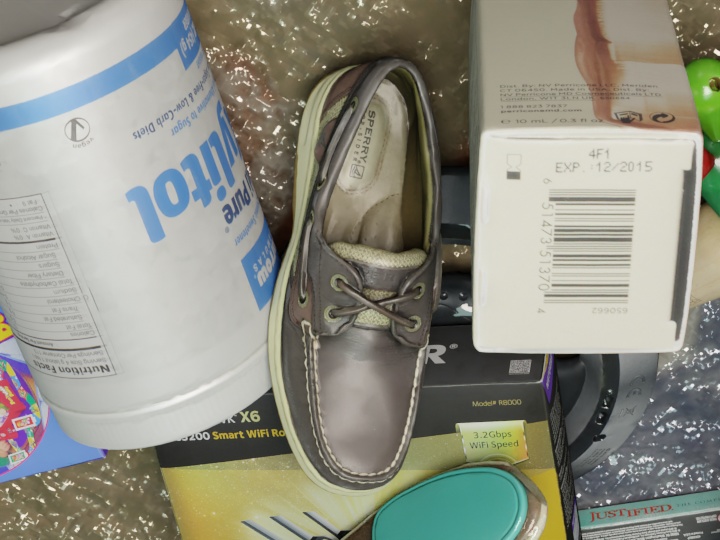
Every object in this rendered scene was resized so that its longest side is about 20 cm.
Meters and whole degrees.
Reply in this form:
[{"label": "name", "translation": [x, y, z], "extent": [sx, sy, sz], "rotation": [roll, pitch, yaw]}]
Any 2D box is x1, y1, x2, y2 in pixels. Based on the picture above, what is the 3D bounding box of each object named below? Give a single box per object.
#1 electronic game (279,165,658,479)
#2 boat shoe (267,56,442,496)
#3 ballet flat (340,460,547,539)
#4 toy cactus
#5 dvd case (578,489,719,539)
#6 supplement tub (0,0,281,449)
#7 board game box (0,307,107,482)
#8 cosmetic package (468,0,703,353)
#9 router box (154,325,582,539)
[{"label": "electronic game", "translation": [0.049, 0.036, 0.960], "extent": [0.199, 0.042, 0.200], "rotation": [5, 123, 8]}, {"label": "boat shoe", "translation": [0.000, 0.000, 0.861], "extent": [0.073, 0.065, 0.201], "rotation": [2, 81, -16]}, {"label": "ballet flat", "translation": [0.020, 0.149, 0.924], "extent": [0.200, 0.068, 0.062], "rotation": [-30, 141, 30]}, {"label": "toy cactus", "translation": [0.203, -0.022, 0.892], "extent": [0.200, 0.102, 0.165], "rotation": [18, 140, -33]}, {"label": "dvd case", "translation": [0.193, 0.209, 1.061], "extent": [0.146, 0.022, 0.200], "rotation": [-10, 117, 9]}, {"label": "supplement tub", "translation": [-0.116, -0.034, 0.880], "extent": [0.132, 0.132, 0.200], "rotation": [-14, 118, 11]}, {"label": "board game box", "translation": [-0.223, 0.019, 0.963], "extent": [0.134, 0.045, 0.200], "rotation": [-15, 117, 11]}, {"label": "cosmetic package", "translation": [0.090, -0.058, 0.817], "extent": [0.087, 0.200, 0.104], "rotation": [0, 121, 2]}, {"label": "router box", "translation": [0.006, 0.108, 0.959], "extent": [0.199, 0.052, 0.158], "rotation": [-4, 122, 14]}]
